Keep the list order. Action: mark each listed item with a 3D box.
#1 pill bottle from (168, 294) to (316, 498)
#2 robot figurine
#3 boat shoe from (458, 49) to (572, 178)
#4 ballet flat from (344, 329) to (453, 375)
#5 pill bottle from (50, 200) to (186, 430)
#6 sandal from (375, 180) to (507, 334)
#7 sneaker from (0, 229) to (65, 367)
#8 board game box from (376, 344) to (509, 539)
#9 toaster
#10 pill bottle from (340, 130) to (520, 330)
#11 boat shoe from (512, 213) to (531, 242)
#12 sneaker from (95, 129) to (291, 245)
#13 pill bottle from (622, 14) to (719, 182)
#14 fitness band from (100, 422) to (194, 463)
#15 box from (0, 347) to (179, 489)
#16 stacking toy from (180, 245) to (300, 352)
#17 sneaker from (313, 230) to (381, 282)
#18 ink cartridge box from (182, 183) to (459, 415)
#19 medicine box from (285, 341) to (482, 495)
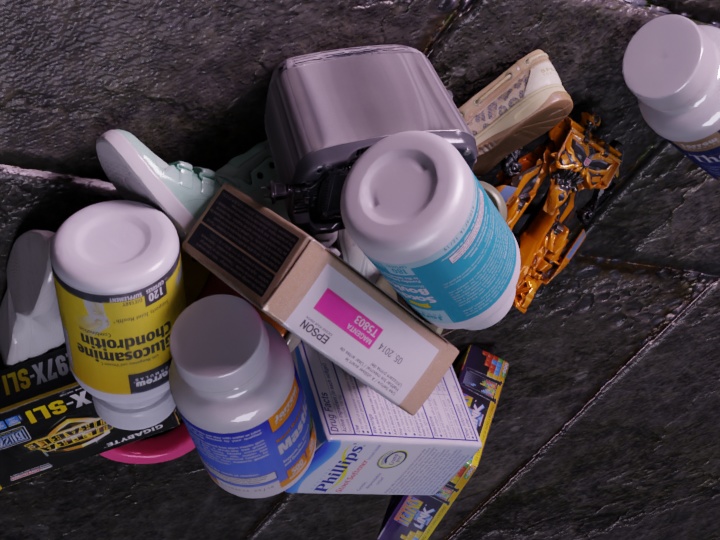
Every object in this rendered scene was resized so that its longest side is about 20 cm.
[{"bbox_3d":[-0.107,0.110,1.432,0.111,0.113,0.201,-17,146,-3],"label":"pill bottle"},{"bbox_3d":[0.175,-0.065,1.564,0.144,0.058,0.201,27,102,-31],"label":"robot figurine"},{"bbox_3d":[0.103,-0.129,1.507,0.199,0.063,0.073,-29,161,20],"label":"boat shoe"},{"bbox_3d":[0.048,0.052,1.671,0.199,0.069,0.067,-28,179,-40],"label":"ballet flat"},{"bbox_3d":[-0.208,0.045,1.434,0.111,0.113,0.202,-12,135,-11],"label":"pill bottle"},{"bbox_3d":[0.063,0.003,1.515,0.202,0.079,0.057,-59,175,10],"label":"sandal"},{"bbox_3d":[-0.283,0.021,1.511,0.087,0.076,0.200,-6,154,-25],"label":"sneaker"},{"bbox_3d":[0.094,0.210,1.876,0.056,0.166,0.201,26,135,-1],"label":"board game box"},{"bbox_3d":[-0.004,-0.114,1.400,0.198,0.130,0.114,-9,145,-16],"label":"toaster"},{"bbox_3d":[0.067,-0.022,1.349,0.110,0.112,0.200,-26,145,11],"label":"pill bottle"},{"bbox_3d":[0.113,-0.018,1.643,0.198,0.074,0.067,5,146,-24],"label":"boat shoe"},{"bbox_3d":[-0.140,-0.087,1.445,0.200,0.073,0.119,43,72,-29],"label":"sneaker"},{"bbox_3d":[0.329,-0.161,1.519,0.111,0.112,0.199,-36,143,23],"label":"pill bottle"},{"bbox_3d":[-0.222,0.150,1.746,0.142,0.038,0.201,-3,144,-23],"label":"fitness band"},{"bbox_3d":[-0.290,0.137,1.603,0.198,0.050,0.160,-19,150,-6],"label":"box"},{"bbox_3d":[-0.153,0.009,1.524,0.199,0.147,0.146,26,127,-29],"label":"stacking toy"},{"bbox_3d":[0.000,0.000,1.590,0.080,0.076,0.201,0,149,5],"label":"sneaker"},{"bbox_3d":[-0.036,0.024,1.390,0.200,0.164,0.075,38,87,-35],"label":"ink cartridge box"},{"bbox_3d":[0.000,0.131,1.699,0.198,0.184,0.103,6,139,-33],"label":"medicine box"}]
